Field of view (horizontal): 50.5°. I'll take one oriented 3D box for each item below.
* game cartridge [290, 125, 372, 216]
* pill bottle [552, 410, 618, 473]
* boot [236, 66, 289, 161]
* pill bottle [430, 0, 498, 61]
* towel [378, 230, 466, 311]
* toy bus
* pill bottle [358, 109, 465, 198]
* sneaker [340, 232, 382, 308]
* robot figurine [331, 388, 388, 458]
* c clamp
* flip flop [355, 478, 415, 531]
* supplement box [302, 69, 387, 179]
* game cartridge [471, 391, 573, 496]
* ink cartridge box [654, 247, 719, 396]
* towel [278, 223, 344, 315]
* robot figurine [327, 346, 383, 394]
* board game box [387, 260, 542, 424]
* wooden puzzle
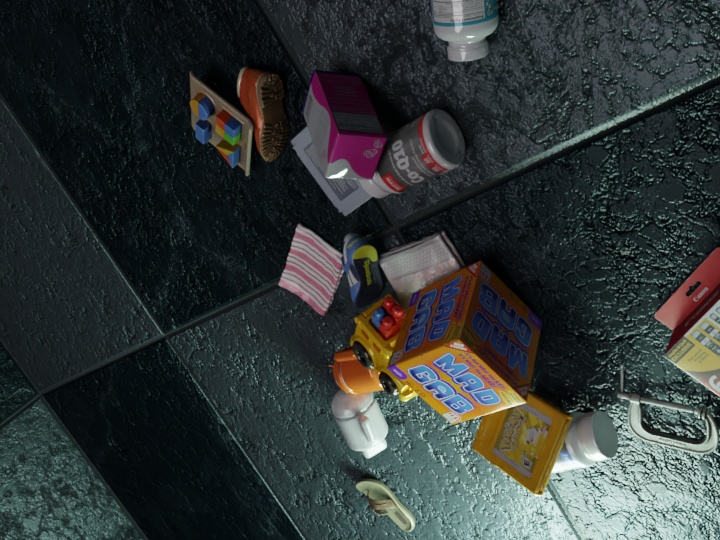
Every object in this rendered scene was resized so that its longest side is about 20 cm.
[{"bbox_3d":[-0.049,-0.224,1.605,0.132,0.042,0.201,-31,98,40],"label":"game cartridge"},{"bbox_3d":[0.426,0.359,1.593,0.199,0.114,0.115,-27,102,44],"label":"pill bottle"},{"bbox_3d":[-0.213,-0.337,1.635,0.107,0.075,0.203,29,134,35],"label":"boot"},{"bbox_3d":[0.167,-0.450,1.241,0.109,0.111,0.203,10,125,31],"label":"pill bottle"},{"bbox_3d":[0.147,0.025,1.631,0.198,0.032,0.193,-20,106,44],"label":"towel"},{"bbox_3d":[0.079,0.150,1.641,0.200,0.135,0.193,47,156,25],"label":"toy bus"},{"bbox_3d":[0.091,-0.215,1.453,0.199,0.114,0.115,-22,105,43],"label":"pill bottle"},{"bbox_3d":[0.000,0.000,1.695,0.082,0.073,0.202,49,153,39],"label":"sneaker"},{"bbox_3d":[-0.002,0.368,1.913,0.202,0.112,0.169,66,166,-17],"label":"robot figurine"},{"bbox_3d":[0.592,0.279,1.477,0.197,0.027,0.173,14,126,29],"label":"c clamp"},{"bbox_3d":[0.065,0.646,2.090,0.200,0.058,0.081,45,135,2],"label":"flip flop"},{"bbox_3d":[-0.034,-0.275,1.441,0.102,0.102,0.202,113,150,-43],"label":"supplement box"},{"bbox_3d":[0.332,0.340,1.598,0.199,0.032,0.179,27,100,50],"label":"game cartridge"},{"bbox_3d":[0.614,0.091,1.295,0.175,0.084,0.201,36,134,11],"label":"ink cartridge box"},{"bbox_3d":[-0.115,0.001,1.809,0.145,0.030,0.202,34,133,12],"label":"towel"},{"bbox_3d":[0.016,0.231,1.807,0.198,0.143,0.119,-17,87,41],"label":"robot figurine"},{"bbox_3d":[0.209,0.147,1.514,0.199,0.202,0.199,41,137,-21],"label":"board game box"},{"bbox_3d":[-0.318,-0.316,1.689,0.200,0.046,0.186,43,154,11],"label":"wooden puzzle"}]
